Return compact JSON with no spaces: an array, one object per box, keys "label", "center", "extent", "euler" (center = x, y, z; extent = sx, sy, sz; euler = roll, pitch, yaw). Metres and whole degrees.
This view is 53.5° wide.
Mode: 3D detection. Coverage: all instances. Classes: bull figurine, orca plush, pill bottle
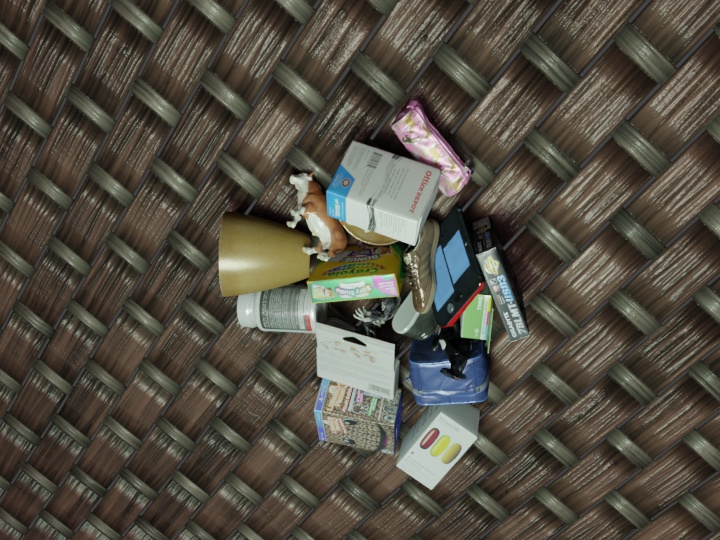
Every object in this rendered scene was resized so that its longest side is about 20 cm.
[{"label":"bull figurine","center":[-0.100,-0.117,1.560],"extent":[0.064,0.122,0.202],"euler":[-20,109,49]},{"label":"orca plush","center":[0.196,0.147,1.553],"extent":[0.102,0.201,0.073],"euler":[-1,123,22]},{"label":"pill bottle","center":[-0.183,0.086,1.676],"extent":[0.194,0.114,0.117],"euler":[2,115,13]}]

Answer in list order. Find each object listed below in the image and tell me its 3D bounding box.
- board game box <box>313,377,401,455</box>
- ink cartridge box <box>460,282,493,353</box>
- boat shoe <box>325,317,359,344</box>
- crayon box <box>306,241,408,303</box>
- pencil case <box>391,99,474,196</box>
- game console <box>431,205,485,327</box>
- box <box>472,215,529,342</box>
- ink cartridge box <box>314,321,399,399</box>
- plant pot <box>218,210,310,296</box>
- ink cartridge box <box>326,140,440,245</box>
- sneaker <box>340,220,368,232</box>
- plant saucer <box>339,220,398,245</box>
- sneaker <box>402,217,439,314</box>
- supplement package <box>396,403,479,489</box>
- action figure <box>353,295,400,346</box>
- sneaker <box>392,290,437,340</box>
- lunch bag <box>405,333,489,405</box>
[{"label":"board game box","center":[-0.003,0.350,1.727],"extent":[0.194,0.099,0.162],"euler":[9,143,10]},{"label":"ink cartridge box","center":[0.245,0.076,1.512],"extent":[0.057,0.201,0.107],"euler":[5,116,5]},{"label":"boat shoe","center":[-0.016,0.195,1.712],"extent":[0.199,0.062,0.072],"euler":[43,117,-7]},{"label":"crayon box","center":[0.000,0.000,1.557],"extent":[0.194,0.173,0.060],"euler":[-6,114,16]},{"label":"pencil case","center":[0.146,-0.250,1.458],"extent":[0.086,0.083,0.201],"euler":[-39,100,18]},{"label":"game console","center":[0.187,-0.004,1.490],"extent":[0.030,0.204,0.178],"euler":[3,143,-22]},{"label":"box","center":[0.289,0.012,1.473],"extent":[0.049,0.199,0.204],"euler":[-21,108,16]},{"label":"ink cartridge box","center":[-0.007,0.195,1.632],"extent":[0.195,0.045,0.180],"euler":[15,130,16]},{"label":"plant pot","center":[-0.209,-0.037,1.608],"extent":[0.193,0.188,0.192],"euler":[0,116,-3]},{"label":"ink cartridge box","center":[0.047,-0.156,1.431],"extent":[0.195,0.148,0.085],"euler":[20,148,11]},{"label":"sneaker","center":[0.046,-0.125,1.518],"extent":[0.194,0.074,0.086],"euler":[3,141,10]},{"label":"plant saucer","center":[0.038,-0.157,1.553],"extent":[0.194,0.036,0.206],"euler":[5,115,12]},{"label":"sneaker","center":[0.119,-0.012,1.526],"extent":[0.073,0.070,0.207],"euler":[5,89,-25]},{"label":"supplement package","center":[0.189,0.405,1.729],"extent":[0.112,0.110,0.202],"euler":[32,118,-3]},{"label":"action figure","center":[0.033,0.083,1.621],"extent":[0.099,0.120,0.204],"euler":[17,123,-4]},{"label":"sneaker","center":[0.160,0.071,1.616],"extent":[0.201,0.071,0.099],"euler":[-52,139,3]},{"label":"lunch bag","center":[0.197,0.232,1.632],"extent":[0.194,0.136,0.136],"euler":[-6,113,16]}]
